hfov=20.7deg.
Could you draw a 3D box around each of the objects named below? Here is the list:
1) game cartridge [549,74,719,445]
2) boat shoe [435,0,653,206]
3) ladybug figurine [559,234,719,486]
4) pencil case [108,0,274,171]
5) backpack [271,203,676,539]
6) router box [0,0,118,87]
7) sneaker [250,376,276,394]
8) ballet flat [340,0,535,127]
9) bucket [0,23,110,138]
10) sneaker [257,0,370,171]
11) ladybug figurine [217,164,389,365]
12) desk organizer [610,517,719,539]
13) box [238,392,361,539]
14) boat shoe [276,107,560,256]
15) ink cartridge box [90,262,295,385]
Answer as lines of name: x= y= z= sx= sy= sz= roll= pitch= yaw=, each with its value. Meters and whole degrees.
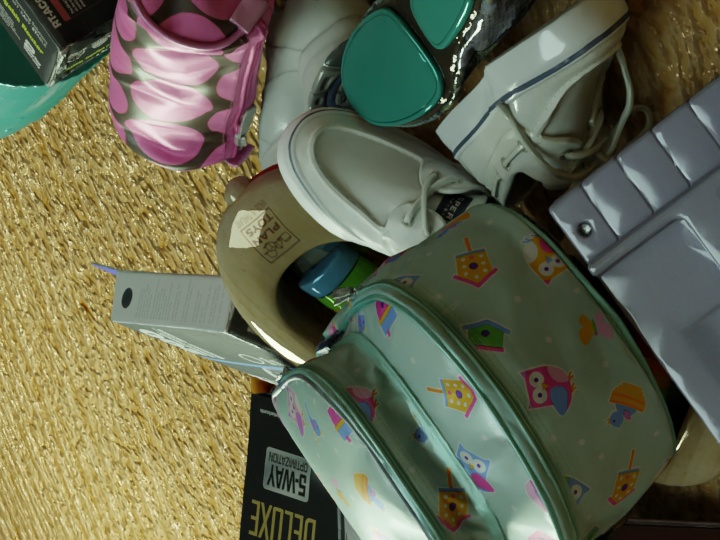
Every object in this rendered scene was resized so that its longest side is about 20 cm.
game cartridge: x=0.191 y=0.015 z=0.871 sx=0.129 sy=0.038 sz=0.201 roll=-38 pitch=86 yaw=29
boat shoe: x=0.098 y=-0.070 z=0.976 sx=0.086 sy=0.074 sz=0.202 roll=54 pitch=159 yaw=3
ladybug figurine: x=0.157 y=0.032 z=0.996 sx=0.136 sy=0.072 sz=0.201 roll=46 pitch=154 yaw=20
pencil case: x=-0.095 y=-0.127 z=1.136 sx=0.094 sy=0.091 sz=0.200 roll=44 pitch=163 yaw=8
backpack: x=0.055 y=0.069 z=0.960 sx=0.176 sy=0.153 sz=0.200 roll=55 pitch=155 yaw=6
router box: x=-0.183 y=-0.235 z=1.204 sx=0.201 sy=0.149 sz=0.062 roll=54 pitch=157 yaw=4
sneaker: x=-0.033 y=0.113 z=1.463 sx=0.200 sy=0.078 sz=0.078 roll=-2 pitch=115 yaw=64
ballet flat: x=0.048 y=-0.128 z=1.003 sx=0.072 sy=0.072 sz=0.200 roll=54 pitch=158 yaw=4
bucket: x=-0.255 y=-0.199 z=1.343 sx=0.208 sy=0.207 sz=0.135 roll=59 pitch=152 yaw=-9
sneaker: x=-0.025 y=-0.117 z=1.180 sx=0.088 sy=0.074 sz=0.200 roll=67 pitch=157 yaw=17
ladybug figurine: x=0.000 y=0.000 z=1.174 sx=0.135 sy=0.072 sz=0.200 roll=-37 pitch=118 yaw=26
desk organizer: x=0.179 y=0.189 z=1.093 sx=0.199 sy=0.077 sz=0.072 roll=-5 pitch=118 yaw=48
box: x=0.008 y=0.168 z=1.200 sx=0.199 sy=0.050 sz=0.159 roll=12 pitch=98 yaw=45
boat shoe: x=0.048 y=-0.030 z=1.077 sx=0.199 sy=0.074 sz=0.065 roll=29 pitch=167 yaw=-9
ink cartridge box: x=-0.063 y=0.049 z=1.327 sx=0.197 sy=0.044 sz=0.199 roll=24 pitch=170 yaw=-34
